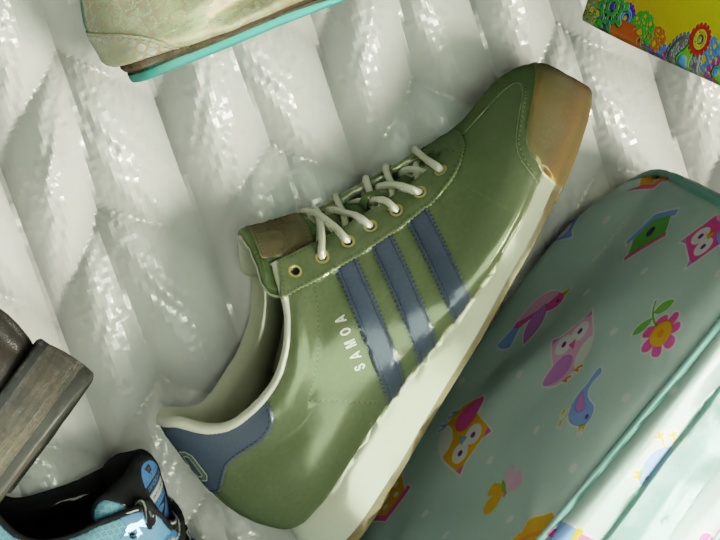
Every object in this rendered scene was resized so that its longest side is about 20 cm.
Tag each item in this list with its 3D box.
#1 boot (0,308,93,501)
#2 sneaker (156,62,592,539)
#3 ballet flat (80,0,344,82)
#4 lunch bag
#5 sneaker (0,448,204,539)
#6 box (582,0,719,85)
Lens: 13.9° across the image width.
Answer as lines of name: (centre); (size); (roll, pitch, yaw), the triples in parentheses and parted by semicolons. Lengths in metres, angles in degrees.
boot: (-0.203, 0.045, 0.955); (0.174, 0.069, 0.200); (39, 83, -2)
sneaker: (0.000, 0.000, 1.070); (0.090, 0.067, 0.200); (30, 90, -14)
ballet flat: (-0.004, -0.124, 1.038); (0.200, 0.067, 0.062); (-20, 100, -11)
lunch bag: (0.089, 0.066, 1.064); (0.077, 0.160, 0.200); (39, 88, -22)
sneaker: (-0.073, 0.113, 1.076); (0.200, 0.078, 0.090); (10, 98, -20)
box: (0.222, -0.095, 1.025); (0.200, 0.193, 0.122); (15, 100, -32)
